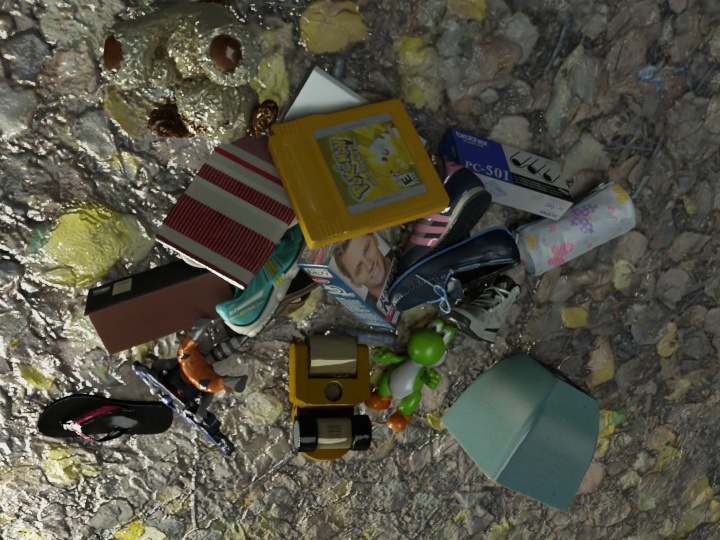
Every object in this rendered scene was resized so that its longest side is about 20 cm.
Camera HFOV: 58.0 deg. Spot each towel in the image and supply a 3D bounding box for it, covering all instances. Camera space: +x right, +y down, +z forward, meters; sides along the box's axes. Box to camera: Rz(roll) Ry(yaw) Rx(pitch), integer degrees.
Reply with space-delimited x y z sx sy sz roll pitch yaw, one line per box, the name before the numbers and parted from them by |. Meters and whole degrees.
towel | -0.155 -0.089 0.850 0.144 0.023 0.200 28 72 9

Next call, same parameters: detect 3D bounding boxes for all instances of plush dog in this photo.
plush dog | -0.192 -0.238 0.810 0.199 0.161 0.172 3 130 12

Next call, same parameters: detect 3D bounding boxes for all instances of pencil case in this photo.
pencil case | 0.348 -0.068 1.066 0.200 0.083 0.091 -28 121 -2

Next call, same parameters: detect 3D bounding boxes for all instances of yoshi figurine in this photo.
yoshi figurine | 0.083 0.167 1.089 0.112 0.112 0.200 26 102 -19

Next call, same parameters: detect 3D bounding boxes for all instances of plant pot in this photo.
plant pot | 0.304 0.267 1.160 0.196 0.196 0.200 30 96 -26

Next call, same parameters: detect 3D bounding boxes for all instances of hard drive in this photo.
hard drive | -0.019 -0.184 0.934 0.200 0.026 0.132 28 104 -27

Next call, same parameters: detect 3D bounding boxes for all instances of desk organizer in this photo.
desk organizer | -0.283 0.044 0.939 0.199 0.072 0.077 -19 121 -7

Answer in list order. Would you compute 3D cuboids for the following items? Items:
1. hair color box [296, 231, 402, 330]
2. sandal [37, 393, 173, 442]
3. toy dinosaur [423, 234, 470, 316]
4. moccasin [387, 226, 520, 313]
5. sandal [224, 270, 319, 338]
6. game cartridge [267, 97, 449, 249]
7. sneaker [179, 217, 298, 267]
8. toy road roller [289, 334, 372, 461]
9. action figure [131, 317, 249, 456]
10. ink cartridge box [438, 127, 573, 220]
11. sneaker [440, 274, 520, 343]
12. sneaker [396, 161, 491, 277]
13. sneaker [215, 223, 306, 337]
hair color box | 0.000 0.000 0.952 0.200 0.060 0.100 44 59 -46
sandal | -0.394 0.235 1.011 0.199 0.045 0.075 4 114 -18
toy dinosaur | 0.143 -0.040 1.007 0.077 0.102 0.201 3 115 -18
moccasin | 0.132 0.009 0.925 0.200 0.068 0.080 -32 151 14
sandal | -0.116 0.042 0.986 0.200 0.082 0.055 -42 137 2
game cartridge | -0.005 -0.134 0.852 0.200 0.177 0.032 -17 163 -22
sneaker | -0.160 -0.069 0.909 0.200 0.085 0.075 -25 113 -11
toy road roller | -0.061 0.211 1.075 0.123 0.146 0.201 3 77 -17
action figure | -0.229 0.173 0.976 0.200 0.105 0.193 48 133 -8
ink cartridge box | 0.219 -0.144 0.981 0.199 0.094 0.044 13 138 -21
sneaker | 0.197 0.051 1.055 0.116 0.076 0.200 -63 155 3
sneaker | 0.106 -0.069 0.935 0.070 0.082 0.200 -5 144 -43
sneaker | -0.131 -0.005 0.919 0.080 0.077 0.200 34 66 -16
